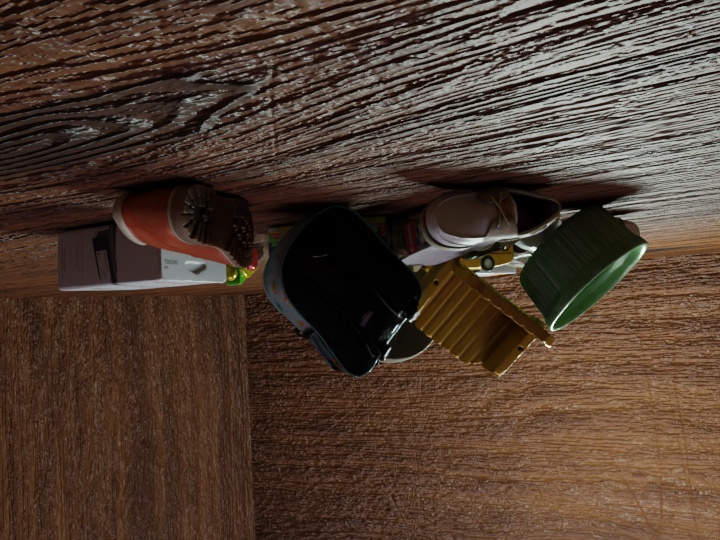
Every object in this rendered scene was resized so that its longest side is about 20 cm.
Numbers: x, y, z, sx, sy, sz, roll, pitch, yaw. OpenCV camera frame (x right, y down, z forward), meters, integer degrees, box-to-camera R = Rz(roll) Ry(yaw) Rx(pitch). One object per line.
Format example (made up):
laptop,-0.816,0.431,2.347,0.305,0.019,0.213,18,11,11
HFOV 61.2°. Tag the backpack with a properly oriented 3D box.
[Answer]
backpack,-0.035,0.019,0.842,0.177,0.201,0.152,-48,-157,-17

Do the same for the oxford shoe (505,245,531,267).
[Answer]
oxford shoe,0.276,-0.049,1.293,0.193,0.077,0.059,4,140,16

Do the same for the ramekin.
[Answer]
ramekin,0.350,-0.008,0.977,0.197,0.099,0.202,-31,155,-16

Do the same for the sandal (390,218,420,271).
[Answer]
sandal,0.110,-0.042,1.017,0.067,0.081,0.211,2,173,19

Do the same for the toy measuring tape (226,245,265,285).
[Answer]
toy measuring tape,-0.211,-0.034,1.103,0.071,0.076,0.201,-4,-161,9

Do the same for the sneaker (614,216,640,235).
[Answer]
sneaker,0.414,-0.066,1.143,0.078,0.076,0.197,18,159,-38

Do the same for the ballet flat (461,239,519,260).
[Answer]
ballet flat,0.187,-0.052,0.972,0.064,0.072,0.200,-32,179,-22

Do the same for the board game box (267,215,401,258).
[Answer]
board game box,-0.035,-0.044,1.010,0.193,0.059,0.165,-5,177,14

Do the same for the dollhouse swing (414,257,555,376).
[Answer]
dollhouse swing,0.185,0.093,0.983,0.198,0.183,0.177,35,-158,-8

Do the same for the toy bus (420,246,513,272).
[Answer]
toy bus,0.203,-0.035,1.201,0.193,0.081,0.065,-3,177,-17

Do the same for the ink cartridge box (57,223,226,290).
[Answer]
ink cartridge box,-0.311,-0.019,0.875,0.194,0.088,0.144,-4,177,25

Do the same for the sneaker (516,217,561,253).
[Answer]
sneaker,0.297,-0.064,1.057,0.086,0.078,0.199,8,175,28

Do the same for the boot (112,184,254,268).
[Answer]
boot,-0.192,-0.050,0.697,0.103,0.078,0.200,-1,168,16

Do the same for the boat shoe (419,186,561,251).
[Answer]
boat shoe,0.161,-0.071,0.739,0.195,0.077,0.068,-10,174,-33

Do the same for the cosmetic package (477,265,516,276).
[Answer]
cosmetic package,0.293,-0.023,1.538,0.195,0.074,0.100,0,175,-36

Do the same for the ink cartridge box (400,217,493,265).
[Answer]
ink cartridge box,0.125,-0.053,0.892,0.106,0.052,0.198,-2,168,-34

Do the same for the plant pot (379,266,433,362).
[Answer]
plant pot,0.045,0.088,1.163,0.193,0.207,0.135,-3,157,-13
